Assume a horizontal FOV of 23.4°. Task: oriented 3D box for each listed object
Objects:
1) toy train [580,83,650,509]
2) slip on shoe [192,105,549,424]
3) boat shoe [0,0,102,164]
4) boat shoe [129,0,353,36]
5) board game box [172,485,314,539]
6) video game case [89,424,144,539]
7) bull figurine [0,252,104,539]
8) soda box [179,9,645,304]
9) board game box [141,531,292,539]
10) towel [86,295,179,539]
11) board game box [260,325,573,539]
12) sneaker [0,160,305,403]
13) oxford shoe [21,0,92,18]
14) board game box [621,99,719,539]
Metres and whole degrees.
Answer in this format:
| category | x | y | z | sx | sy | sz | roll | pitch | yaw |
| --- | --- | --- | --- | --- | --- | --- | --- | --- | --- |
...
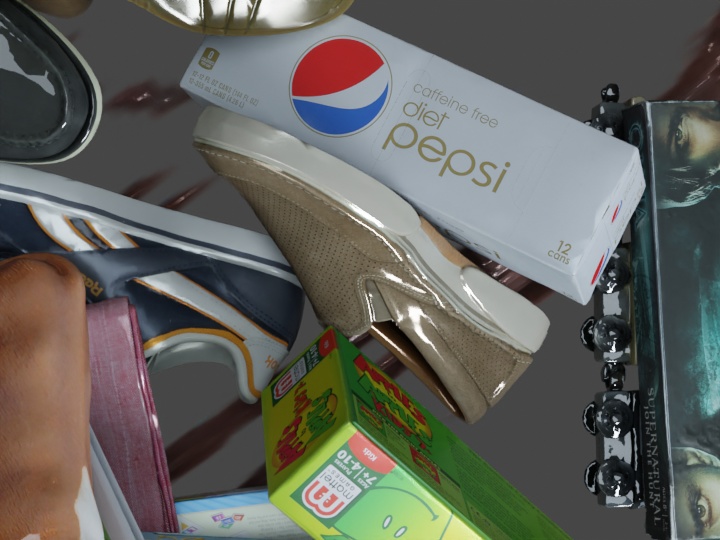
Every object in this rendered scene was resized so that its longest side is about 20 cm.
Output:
| category | x | y | z | sx | sy | sz | roll | pitch | yaw |
| --- | --- | --- | --- | --- | --- | --- | --- | --- | --- |
| toy train | 0.128 | 0.012 | 0.821 | 0.046 | 0.034 | 0.201 | 0 | 86 | -7 |
| slip on shoe | 0.000 | 0.000 | 0.765 | 0.200 | 0.076 | 0.061 | 36 | 83 | -35 |
| boat shoe | -0.202 | -0.107 | 0.730 | 0.201 | 0.063 | 0.074 | 33 | 94 | 4 |
| boat shoe | -0.096 | -0.147 | 0.731 | 0.200 | 0.063 | 0.073 | 2 | 123 | -16 |
| board game box | -0.105 | 0.174 | 0.795 | 0.199 | 0.034 | 0.135 | -6 | 86 | -4 |
| video game case | -0.178 | 0.135 | 0.673 | 0.200 | 0.022 | 0.182 | -34 | 57 | 3 |
| bull figurine | -0.139 | 0.086 | 0.628 | 0.121 | 0.065 | 0.200 | -17 | 51 | 17 |
| soda box | 0.024 | -0.060 | 0.777 | 0.200 | 0.068 | 0.064 | 26 | 85 | 16 |
| board game box | -0.050 | 0.222 | 0.722 | 0.105 | 0.103 | 0.201 | 4 | 101 | -6 |
| towel | -0.182 | 0.098 | 0.746 | 0.199 | 0.023 | 0.144 | -11 | 104 | -4 |
| board game box | 0.046 | 0.120 | 0.743 | 0.200 | 0.102 | 0.048 | 42 | 101 | -17 |
| sneaker | -0.124 | 0.004 | 0.784 | 0.200 | 0.078 | 0.080 | 15 | 79 | -4 |
| oxford shoe | -0.214 | -0.127 | 0.796 | 0.199 | 0.073 | 0.085 | 6 | 90 | 8 |
| board game box | 0.192 | 0.021 | 0.810 | 0.135 | 0.028 | 0.201 | -2 | 86 | -19 |
